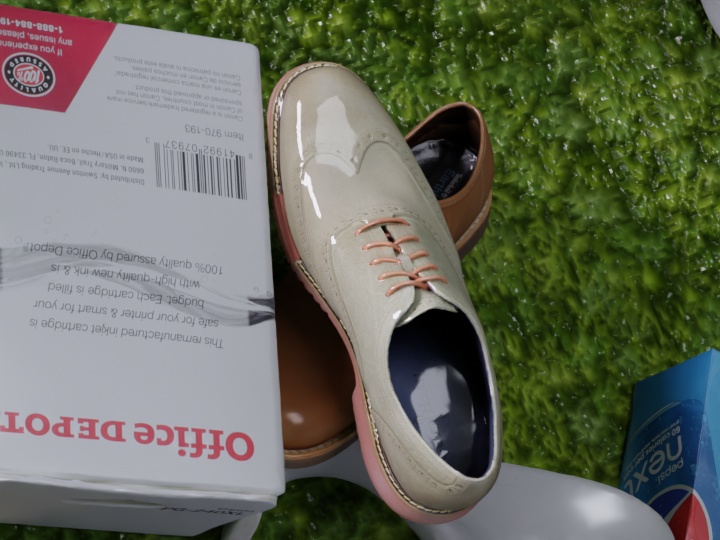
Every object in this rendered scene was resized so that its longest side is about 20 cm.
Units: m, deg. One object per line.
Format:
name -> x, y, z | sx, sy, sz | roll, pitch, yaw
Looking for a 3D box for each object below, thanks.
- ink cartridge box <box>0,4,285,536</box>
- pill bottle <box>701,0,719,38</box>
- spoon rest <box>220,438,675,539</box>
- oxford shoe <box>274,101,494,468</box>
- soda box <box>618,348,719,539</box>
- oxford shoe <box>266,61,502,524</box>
ink cartridge box -> -0.115, 0.003, 1.170 | 0.145, 0.083, 0.200 | 7, 69, -31
pill bottle -> 0.272, -0.184, 1.466 | 0.200, 0.120, 0.120 | -40, 95, -37
spoon rest -> 0.041, 0.110, 1.233 | 0.200, 0.099, 0.061 | 14, 48, -14
oxford shoe -> 0.000, 0.000, 1.241 | 0.071, 0.071, 0.200 | 24, 53, 10
soda box -> 0.155, 0.143, 1.303 | 0.068, 0.064, 0.200 | 24, 60, -23
oxford shoe -> 0.018, 0.002, 1.174 | 0.071, 0.074, 0.200 | -19, 83, -19
